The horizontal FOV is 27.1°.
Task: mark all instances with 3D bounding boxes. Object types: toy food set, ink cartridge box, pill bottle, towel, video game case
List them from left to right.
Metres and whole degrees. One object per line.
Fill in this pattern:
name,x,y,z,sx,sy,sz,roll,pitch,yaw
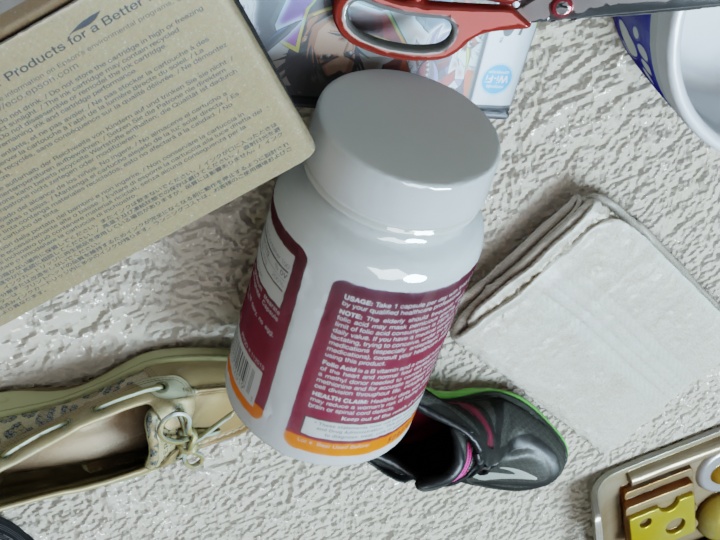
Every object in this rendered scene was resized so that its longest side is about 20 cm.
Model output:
ink cartridge box,-0.142,-0.073,0.675,0.200,0.075,0.165,-28,145,1
pill bottle,0.000,0.000,0.802,0.114,0.114,0.200,-1,134,-22
video game case,0.010,-0.164,0.752,0.199,0.026,0.181,1,126,-23
towel,0.153,0.037,0.964,0.132,0.035,0.200,-41,131,13
toy food set,0.265,0.190,1.111,0.200,0.060,0.144,-20,131,-8

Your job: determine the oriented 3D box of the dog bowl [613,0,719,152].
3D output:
dog bowl,0.240,-0.163,0.814,0.200,0.079,0.200,-12,130,-14

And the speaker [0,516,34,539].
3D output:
speaker,-0.275,0.242,0.914,0.081,0.081,0.200,30,111,-37

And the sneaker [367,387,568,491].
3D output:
sneaker,0.053,0.112,0.945,0.200,0.084,0.077,19,119,-32

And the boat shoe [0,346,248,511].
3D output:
boat shoe,-0.143,0.098,0.867,0.199,0.063,0.073,-14,129,-13

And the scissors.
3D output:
scissors,0.087,-0.128,0.750,0.199,0.014,0.073,11,116,-9
